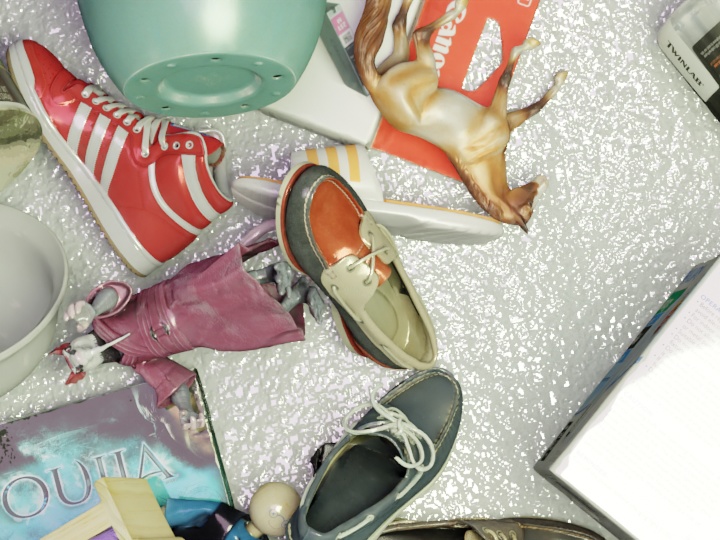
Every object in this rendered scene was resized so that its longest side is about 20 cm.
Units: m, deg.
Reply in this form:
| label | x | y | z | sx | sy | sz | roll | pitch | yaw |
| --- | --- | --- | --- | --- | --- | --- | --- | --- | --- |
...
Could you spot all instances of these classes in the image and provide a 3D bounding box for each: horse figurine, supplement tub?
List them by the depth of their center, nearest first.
| label | x | y | z | sx | sy | sz | roll | pitch | yaw |
| --- | --- | --- | --- | --- | --- | --- | --- | --- | --- |
| supplement tub | 0.321 | -0.133 | 1.607 | 0.122 | 0.123 | 0.200 | -38 | 84 | -1 |
| horse figurine | 0.068 | -0.132 | 1.627 | 0.200 | 0.050 | 0.133 | 32 | 78 | -14 |

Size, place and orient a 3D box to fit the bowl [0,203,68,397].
| label | x | y | z | sx | sy | sz | roll | pitch | yaw |
| --- | --- | --- | --- | --- | --- | --- | --- | --- | --- |
| bowl | -0.307 | 0.043 | 1.612 | 0.200 | 0.091 | 0.201 | -2 | 40 | 1 |

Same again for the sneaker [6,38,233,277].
| label | x | y | z | sx | sy | sz | roll | pitch | yaw |
| --- | --- | --- | --- | --- | --- | --- | --- | --- | --- |
| sneaker | -0.173 | -0.107 | 1.641 | 0.112 | 0.071 | 0.200 | -33 | 92 | 13 |

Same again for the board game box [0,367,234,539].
| label | x | y | z | sx | sy | sz | roll | pitch | yaw |
| --- | --- | --- | --- | --- | --- | --- | --- | --- | --- |
| board game box | -0.201 | 0.163 | 1.647 | 0.199 | 0.028 | 0.136 | -16 | 85 | 1 |

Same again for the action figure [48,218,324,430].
| label | x | y | z | sx | sy | sz | roll | pitch | yaw |
| --- | --- | --- | --- | --- | --- | --- | --- | --- | --- |
| action figure | -0.138 | 0.026 | 1.602 | 0.199 | 0.149 | 0.134 | -17 | 124 | 15 |

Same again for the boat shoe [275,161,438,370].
| label | x | y | z | sx | sy | sz | roll | pitch | yaw |
| --- | --- | --- | --- | --- | --- | --- | --- | --- | --- |
| boat shoe | 0.000 | 0.000 | 1.576 | 0.062 | 0.200 | 0.071 | 21 | 61 | 39 |

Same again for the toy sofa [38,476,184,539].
| label | x | y | z | sx | sy | sz | roll | pitch | yaw |
| --- | --- | --- | --- | --- | --- | --- | --- | --- | --- |
| toy sofa | -0.223 | 0.235 | 1.567 | 0.200 | 0.083 | 0.098 | -31 | 74 | 12 |

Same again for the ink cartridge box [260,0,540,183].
| label | x | y | z | sx | sy | sz | roll | pitch | yaw |
| --- | --- | --- | --- | --- | --- | --- | --- | --- | --- |
| ink cartridge box | 0.036 | -0.185 | 1.664 | 0.173 | 0.044 | 0.201 | 20 | 86 | 5 |

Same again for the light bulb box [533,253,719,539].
| label | x | y | z | sx | sy | sz | roll | pitch | yaw |
| --- | --- | --- | --- | --- | --- | --- | --- | --- | --- |
| light bulb box | 0.235 | 0.101 | 1.551 | 0.125 | 0.198 | 0.200 | 39 | 86 | 4 |

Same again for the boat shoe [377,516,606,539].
| label | x | y | z | sx | sy | sz | roll | pitch | yaw |
| --- | --- | --- | --- | --- | --- | --- | --- | --- | --- |
| boat shoe | 0.085 | 0.216 | 1.608 | 0.199 | 0.073 | 0.075 | -2 | 85 | 2 |

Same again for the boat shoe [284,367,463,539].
| label | x | y | z | sx | sy | sz | roll | pitch | yaw |
| --- | --- | --- | --- | --- | --- | --- | --- | --- | --- |
| boat shoe | 0.014 | 0.135 | 1.588 | 0.075 | 0.062 | 0.200 | 36 | 57 | 16 |

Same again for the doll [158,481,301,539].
| label | x | y | z | sx | sy | sz | roll | pitch | yaw |
| --- | --- | --- | --- | --- | --- | --- | --- | --- | --- |
| doll | -0.114 | 0.231 | 1.610 | 0.136 | 0.048 | 0.200 | 41 | 99 | -10 |

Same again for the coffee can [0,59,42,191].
| label | x | y | z | sx | sy | sz | roll | pitch | yaw |
| --- | --- | --- | --- | --- | --- | --- | --- | --- | --- |
| coffee can | -0.342 | -0.149 | 1.605 | 0.146 | 0.146 | 0.200 | -33 | 73 | -1 |

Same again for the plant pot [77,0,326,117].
| label | x | y | z | sx | sy | sz | roll | pitch | yaw |
| --- | --- | --- | --- | --- | --- | --- | --- | --- | --- |
| plant pot | -0.112 | -0.205 | 1.578 | 0.200 | 0.201 | 0.162 | -6 | 73 | 2 |

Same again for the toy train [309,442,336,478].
| label | x | y | z | sx | sy | sz | roll | pitch | yaw |
| --- | --- | --- | --- | --- | --- | --- | --- | --- | --- |
| toy train | -0.034 | 0.227 | 1.627 | 0.034 | 0.046 | 0.201 | 9 | 82 | -4 |

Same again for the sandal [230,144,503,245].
| label | x | y | z | sx | sy | sz | roll | pitch | yaw |
| --- | --- | --- | --- | --- | --- | --- | --- | --- | --- |
| sandal | 0.006 | -0.061 | 1.640 | 0.206 | 0.079 | 0.059 | 8 | 78 | -8 |
